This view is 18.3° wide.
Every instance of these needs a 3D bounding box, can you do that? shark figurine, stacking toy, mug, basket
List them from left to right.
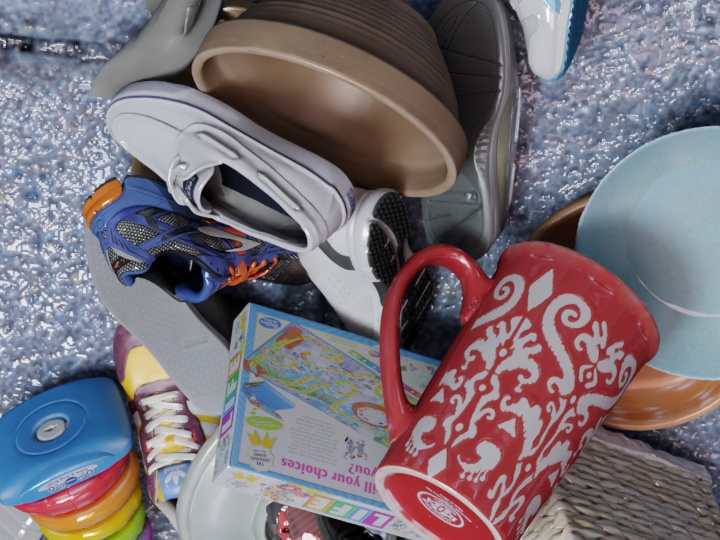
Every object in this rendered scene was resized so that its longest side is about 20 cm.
[{"bbox_3d":[-0.206,0.196,1.757,0.116,0.110,0.200,-23,125,-3],"label":"stacking toy"},{"bbox_3d":[-0.124,-0.212,1.562,0.128,0.090,0.215,6,112,2],"label":"shark figurine"},{"bbox_3d":[0.088,0.089,1.585,0.177,0.200,0.134,22,152,25],"label":"mug"},{"bbox_3d":[0.159,0.238,1.689,0.200,0.161,0.198,21,119,-29],"label":"basket"}]

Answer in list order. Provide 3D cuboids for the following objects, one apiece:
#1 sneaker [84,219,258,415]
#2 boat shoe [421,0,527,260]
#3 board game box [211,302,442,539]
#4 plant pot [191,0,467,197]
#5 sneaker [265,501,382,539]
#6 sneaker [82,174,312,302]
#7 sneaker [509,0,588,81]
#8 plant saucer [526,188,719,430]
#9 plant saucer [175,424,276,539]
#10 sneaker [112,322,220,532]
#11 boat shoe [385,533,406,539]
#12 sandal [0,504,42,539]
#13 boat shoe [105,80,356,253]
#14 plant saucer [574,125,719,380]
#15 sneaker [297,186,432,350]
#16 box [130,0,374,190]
[{"bbox_3d":[-0.132,0.025,1.707,0.071,0.099,0.200,-43,73,20],"label":"sneaker"},{"bbox_3d":[0.083,-0.109,1.625,0.074,0.065,0.203,8,112,26],"label":"boat shoe"},{"bbox_3d":[-0.003,0.114,1.620,0.199,0.135,0.034,18,146,-18],"label":"board game box"},{"bbox_3d":[-0.008,-0.138,1.551,0.200,0.201,0.093,27,74,-7],"label":"plant pot"},{"bbox_3d":[0.010,0.225,1.620,0.098,0.071,0.201,-30,90,33],"label":"sneaker"},{"bbox_3d":[-0.112,-0.009,1.635,0.200,0.079,0.075,8,145,-35],"label":"sneaker"},{"bbox_3d":[0.115,-0.230,1.556,0.080,0.077,0.201,-2,109,16],"label":"sneaker"},{"bbox_3d":[0.208,0.025,1.684,0.199,0.037,0.201,3,116,6],"label":"plant saucer"},{"bbox_3d":[-0.043,0.163,1.704,0.200,0.050,0.200,-25,140,-23],"label":"plant saucer"},{"bbox_3d":[-0.139,0.129,1.742,0.075,0.090,0.200,-18,113,14],"label":"sneaker"},{"bbox_3d":[0.057,0.188,1.759,0.067,0.072,0.201,15,114,4],"label":"boat shoe"},{"bbox_3d":[-0.280,0.180,1.801,0.082,0.050,0.203,29,99,-25],"label":"sandal"},{"bbox_3d":[-0.102,-0.072,1.563,0.200,0.065,0.074,21,133,21],"label":"boat shoe"},{"bbox_3d":[0.255,-0.017,1.616,0.200,0.039,0.202,3,116,6],"label":"plant saucer"},{"bbox_3d":[0.000,0.000,1.660,0.080,0.074,0.200,17,146,23],"label":"sneaker"},{"bbox_3d":[-0.065,-0.116,1.653,0.199,0.021,0.164,10,115,2],"label":"box"}]
